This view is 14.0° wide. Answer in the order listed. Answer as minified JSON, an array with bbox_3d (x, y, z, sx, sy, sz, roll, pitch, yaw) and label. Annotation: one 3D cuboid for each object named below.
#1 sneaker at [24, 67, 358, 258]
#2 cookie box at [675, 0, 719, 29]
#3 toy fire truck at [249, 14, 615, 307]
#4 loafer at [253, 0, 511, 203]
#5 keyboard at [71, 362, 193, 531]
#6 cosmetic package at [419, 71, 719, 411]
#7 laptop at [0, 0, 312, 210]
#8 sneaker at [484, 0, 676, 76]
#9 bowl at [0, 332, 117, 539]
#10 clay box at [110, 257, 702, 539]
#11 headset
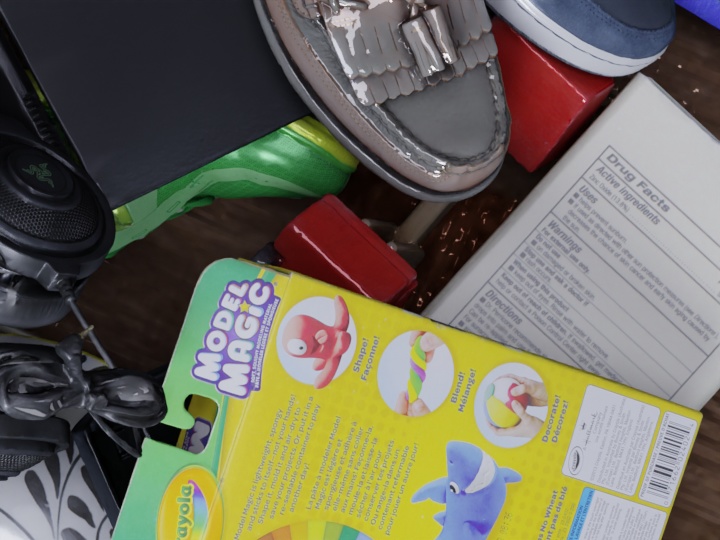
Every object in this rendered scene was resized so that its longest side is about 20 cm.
[{"bbox_3d":[-0.096,-0.035,1.119,0.199,0.074,0.084,1,87,13],"label":"sneaker"},{"bbox_3d":[0.218,-0.120,1.051,0.200,0.171,0.075,31,62,5],"label":"cookie box"},{"bbox_3d":[0.000,0.000,1.094,0.049,0.141,0.200,43,129,7],"label":"toy fire truck"},{"bbox_3d":[-0.005,-0.119,1.026,0.072,0.063,0.200,-22,77,-23],"label":"loafer"},{"bbox_3d":[-0.052,0.135,1.022,0.040,0.104,0.201,-27,87,46],"label":"keyboard"},{"bbox_3d":[0.074,0.035,1.103,0.105,0.071,0.200,44,90,3],"label":"cosmetic package"},{"bbox_3d":[-0.127,-0.092,1.084,0.200,0.103,0.178,-33,82,34],"label":"laptop"},{"bbox_3d":[0.081,-0.168,1.013,0.203,0.146,0.077,56,49,-12],"label":"sneaker"},{"bbox_3d":[-0.143,0.130,1.065,0.200,0.094,0.202,4,102,19],"label":"bowl"},{"bbox_3d":[0.010,0.072,1.002,0.199,0.048,0.115,20,89,-26],"label":"clay box"},{"bbox_3d":[-0.133,0.014,0.977,0.200,0.094,0.124,24,105,47],"label":"headset"}]
